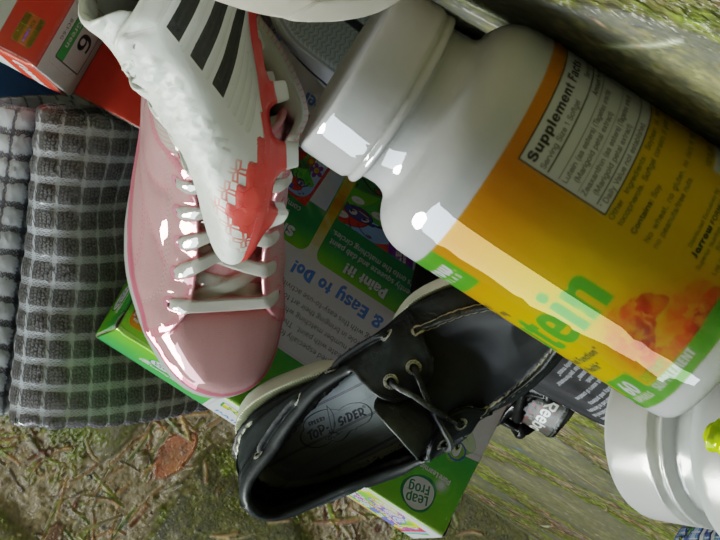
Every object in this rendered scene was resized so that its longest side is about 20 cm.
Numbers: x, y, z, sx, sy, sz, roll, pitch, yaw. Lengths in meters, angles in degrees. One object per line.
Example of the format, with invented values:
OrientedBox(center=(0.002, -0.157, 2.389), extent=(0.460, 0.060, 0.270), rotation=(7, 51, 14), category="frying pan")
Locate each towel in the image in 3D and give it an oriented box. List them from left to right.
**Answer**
OrientedBox(center=(-0.107, -0.007, 1.416), extent=(0.085, 0.167, 0.199), rotation=(11, -169, 40), category="towel")

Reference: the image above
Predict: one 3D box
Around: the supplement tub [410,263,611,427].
OrientedBox(center=(0.131, 0.024, 1.342), extent=(0.199, 0.108, 0.107), rotation=(28, 174, -16), category="supplement tub")

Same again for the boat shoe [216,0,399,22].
OrientedBox(center=(-0.046, -0.155, 1.024), extent=(0.199, 0.093, 0.075), rotation=(5, -129, -31), category="boat shoe")

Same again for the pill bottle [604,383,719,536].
OrientedBox(center=(0.209, 0.076, 1.204), extent=(0.199, 0.115, 0.114), rotation=(3, 154, 47), category="pill bottle")

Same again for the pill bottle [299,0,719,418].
OrientedBox(center=(0.078, -0.034, 1.166), extent=(0.199, 0.112, 0.111), rotation=(32, 173, -7), category="pill bottle")

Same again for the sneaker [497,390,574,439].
OrientedBox(center=(0.068, 0.043, 1.453), extent=(0.199, 0.099, 0.071), rotation=(-5, 157, -20), category="sneaker")

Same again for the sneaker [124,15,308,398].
OrientedBox(center=(-0.066, -0.033, 1.259), extent=(0.075, 0.202, 0.105), rotation=(-4, -170, -13), category="sneaker")

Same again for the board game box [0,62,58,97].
OrientedBox(center=(-0.172, -0.079, 1.490), extent=(0.039, 0.201, 0.158), rotation=(-17, 150, 25), category="board game box")

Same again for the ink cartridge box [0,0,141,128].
OrientedBox(center=(-0.149, -0.151, 1.332), extent=(0.199, 0.109, 0.050), rotation=(28, 175, 23), category="ink cartridge box")

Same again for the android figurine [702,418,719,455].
OrientedBox(center=(0.227, 0.075, 1.075), extent=(0.199, 0.183, 0.041), rotation=(23, -160, 30), category="android figurine")

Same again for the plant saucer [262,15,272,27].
OrientedBox(center=(-0.088, -0.136, 1.486), extent=(0.200, 0.037, 0.200), rotation=(31, 174, 4), category="plant saucer")

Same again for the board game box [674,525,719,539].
OrientedBox(center=(0.286, 0.132, 1.398), extent=(0.198, 0.062, 0.200), rotation=(4, 171, -14), category="board game box")

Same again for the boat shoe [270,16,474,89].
OrientedBox(center=(0.043, -0.073, 1.257), extent=(0.200, 0.074, 0.067), rotation=(44, 176, -1), category="boat shoe")

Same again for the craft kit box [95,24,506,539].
OrientedBox(center=(0.000, 0.000, 1.374), extent=(0.199, 0.198, 0.048), rotation=(34, 160, -14), category="craft kit box")

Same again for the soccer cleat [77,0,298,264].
OrientedBox(center=(-0.075, -0.092, 1.143), extent=(0.085, 0.201, 0.069), rotation=(-10, -148, -15), category="soccer cleat")

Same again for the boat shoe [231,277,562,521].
OrientedBox(center=(0.017, 0.062, 1.259), extent=(0.198, 0.066, 0.075), rotation=(-22, 121, 28), category="boat shoe")
